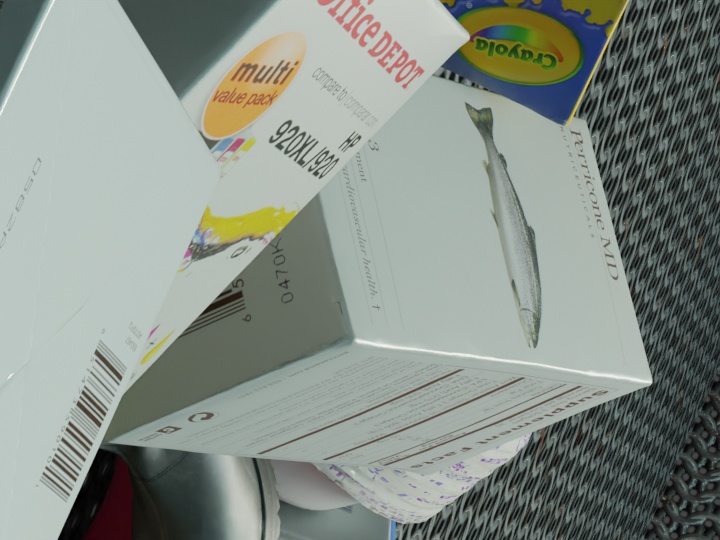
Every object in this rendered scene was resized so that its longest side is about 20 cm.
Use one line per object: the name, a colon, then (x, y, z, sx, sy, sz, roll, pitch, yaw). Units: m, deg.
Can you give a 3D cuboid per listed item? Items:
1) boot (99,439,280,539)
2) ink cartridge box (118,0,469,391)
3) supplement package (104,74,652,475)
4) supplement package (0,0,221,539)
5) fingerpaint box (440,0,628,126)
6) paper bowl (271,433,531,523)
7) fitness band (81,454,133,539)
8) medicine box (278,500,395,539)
boot: (-0.094, 0.062, 1.071, 0.131, 0.070, 0.201, -1, 93, -55)
ink cartridge box: (-0.096, -0.060, 0.792, 0.200, 0.145, 0.147, -46, 164, 3)
supplement package: (0.000, 0.000, 1.024, 0.200, 0.117, 0.117, 10, 62, -53)
supplement package: (-0.163, -0.014, 0.630, 0.151, 0.199, 0.152, 62, 50, -71)
fingerpaint box: (0.025, -0.175, 1.019, 0.073, 0.199, 0.167, -65, 179, -65)
paper bowl: (-0.021, 0.025, 1.233, 0.104, 0.201, 0.201, -38, 173, 16)
fitness band: (-0.130, 0.110, 1.185, 0.144, 0.037, 0.200, -55, 166, -21)
medicine box: (-0.063, 0.181, 1.313, 0.182, 0.102, 0.201, -85, -164, -74)
